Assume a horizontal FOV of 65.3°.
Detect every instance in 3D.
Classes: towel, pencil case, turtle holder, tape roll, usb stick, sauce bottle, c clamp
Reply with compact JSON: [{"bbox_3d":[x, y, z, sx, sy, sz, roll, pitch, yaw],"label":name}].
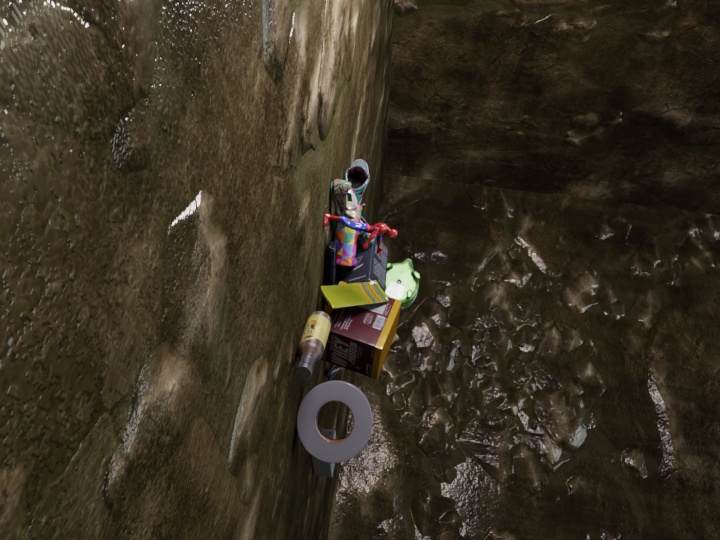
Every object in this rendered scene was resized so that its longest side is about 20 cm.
[{"bbox_3d":[-0.016,0.066,1.580,0.086,0.197,0.018,51,-48,37],"label":"towel"},{"bbox_3d":[-0.040,-0.115,1.716,0.088,0.086,0.205,-50,150,-82],"label":"pencil case"},{"bbox_3d":[0.120,0.045,1.867,0.133,0.138,0.189,95,-10,-59],"label":"turtle holder"},{"bbox_3d":[-0.065,0.391,1.464,0.066,0.196,0.205,70,28,-81],"label":"tape roll"},{"bbox_3d":[-0.087,0.009,1.638,0.056,0.032,0.203,-88,-178,-57],"label":"usb stick"},{"bbox_3d":[-0.114,0.177,1.336,0.201,0.063,0.066,-78,174,-59],"label":"sauce bottle"},{"bbox_3d":[-0.078,0.336,1.988,0.172,0.027,0.200,-51,167,4],"label":"c clamp"}]

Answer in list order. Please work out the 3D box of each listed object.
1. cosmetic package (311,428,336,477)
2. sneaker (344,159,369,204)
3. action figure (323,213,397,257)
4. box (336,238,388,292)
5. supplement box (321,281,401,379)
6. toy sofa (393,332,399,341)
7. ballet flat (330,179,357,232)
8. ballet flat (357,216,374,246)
[{"bbox_3d":[-0.124,0.631,1.939,0.202,0.072,0.103,89,9,-52],"label":"cosmetic package"},{"bbox_3d":[-0.010,-0.314,1.845,0.121,0.082,0.203,109,-6,-59],"label":"sneaker"},{"bbox_3d":[-0.001,-0.090,1.501,0.065,0.195,0.101,-51,148,-81],"label":"action figure"},{"bbox_3d":[0.000,0.000,1.793,0.105,0.146,0.203,48,37,-40],"label":"box"},{"bbox_3d":[-0.008,0.169,1.623,0.199,0.196,0.135,-61,164,-45],"label":"supplement box"},{"bbox_3d":[0.049,0.158,1.858,0.200,0.097,0.083,46,7,-29],"label":"toy sofa"},{"bbox_3d":[-0.045,-0.176,1.593,0.202,0.073,0.069,92,4,-53],"label":"ballet flat"},{"bbox_3d":[-0.011,-0.152,1.802,0.200,0.073,0.076,46,-41,49],"label":"ballet flat"}]
